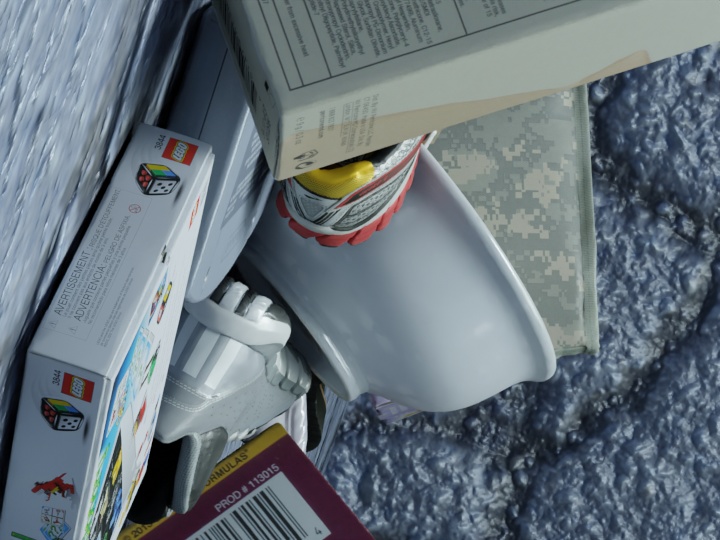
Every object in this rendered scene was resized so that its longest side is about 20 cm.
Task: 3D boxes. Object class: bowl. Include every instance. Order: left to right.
[{"bbox_3d":[0.000,0.000,1.376,0.090,0.201,0.201,-38,171,-9],"label":"bowl"}]

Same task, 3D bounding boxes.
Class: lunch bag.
[{"bbox_3d":[0.064,-0.035,1.746,0.118,0.163,0.202,94,-5,-76],"label":"lunch bag"}]

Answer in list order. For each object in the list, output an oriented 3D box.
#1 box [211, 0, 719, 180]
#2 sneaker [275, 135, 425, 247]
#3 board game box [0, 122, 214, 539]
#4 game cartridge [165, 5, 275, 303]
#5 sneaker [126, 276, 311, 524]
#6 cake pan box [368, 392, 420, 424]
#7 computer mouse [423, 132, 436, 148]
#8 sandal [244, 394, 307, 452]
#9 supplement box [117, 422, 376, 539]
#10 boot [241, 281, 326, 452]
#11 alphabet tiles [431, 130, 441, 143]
[{"bbox_3d":[0.047,-0.115,1.074,0.078,0.199,0.096,101,-28,-72],"label":"box"},{"bbox_3d":[0.021,-0.109,1.246,0.082,0.077,0.201,86,23,-79],"label":"sneaker"},{"bbox_3d":[-0.104,0.057,1.092,0.201,0.034,0.127,106,4,-46],"label":"board game box"},{"bbox_3d":[-0.057,-0.059,1.220,0.200,0.040,0.134,-58,164,-75],"label":"game cartridge"},{"bbox_3d":[-0.083,0.069,1.343,0.116,0.075,0.200,-60,170,-10],"label":"sneaker"},{"bbox_3d":[0.005,-0.011,1.582,0.200,0.052,0.185,65,7,-83],"label":"cake pan box"},{"bbox_3d":[0.005,-0.158,1.351,0.110,0.044,0.201,-132,-141,-54],"label":"computer mouse"},{"bbox_3d":[-0.061,0.022,1.517,0.079,0.059,0.208,-115,-158,-81],"label":"sandal"},{"bbox_3d":[-0.069,0.186,1.457,0.131,0.103,0.200,-35,163,-19],"label":"supplement box"},{"bbox_3d":[-0.045,0.004,1.665,0.200,0.077,0.139,106,-8,-61],"label":"boot"},{"bbox_3d":[0.042,-0.173,1.481,0.200,0.008,0.168,-58,-143,41],"label":"alphabet tiles"}]
